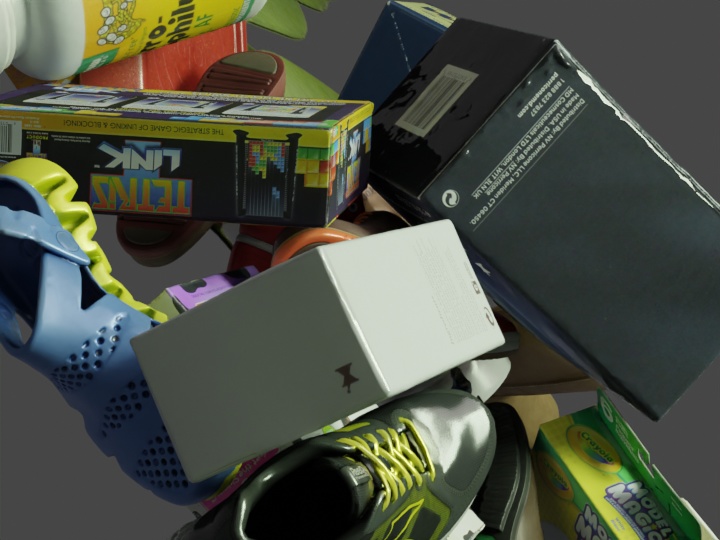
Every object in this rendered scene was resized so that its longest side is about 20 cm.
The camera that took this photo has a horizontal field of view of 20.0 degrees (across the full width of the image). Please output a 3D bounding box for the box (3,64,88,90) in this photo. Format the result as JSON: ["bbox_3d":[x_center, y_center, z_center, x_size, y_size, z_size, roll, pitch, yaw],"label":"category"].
[{"bbox_3d":[-0.225,-0.176,1.354,0.200,0.041,0.119,51,12,23],"label":"box"}]

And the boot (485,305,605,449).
[{"bbox_3d":[0.136,0.079,1.477,0.175,0.066,0.200,29,-24,-31],"label":"boot"}]

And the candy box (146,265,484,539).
[{"bbox_3d":[-0.036,0.098,1.075,0.200,0.072,0.168,48,12,6],"label":"candy box"}]

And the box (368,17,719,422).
[{"bbox_3d":[0.114,-0.034,1.203,0.198,0.123,0.200,41,0,-16],"label":"box"}]

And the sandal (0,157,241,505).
[{"bbox_3d":[-0.135,0.033,0.957,0.200,0.080,0.087,46,22,15],"label":"sandal"}]

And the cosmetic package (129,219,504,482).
[{"bbox_3d":[-0.013,0.032,0.940,0.071,0.101,0.200,66,18,3],"label":"cosmetic package"}]

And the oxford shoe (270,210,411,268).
[{"bbox_3d":[0.000,0.000,1.161,0.200,0.071,0.073,29,27,-59],"label":"oxford shoe"}]

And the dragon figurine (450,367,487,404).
[{"bbox_3d":[0.042,0.123,1.289,0.059,0.099,0.200,53,-6,32],"label":"dragon figurine"}]

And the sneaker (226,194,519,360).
[{"bbox_3d":[0.014,-0.005,1.282,0.199,0.113,0.071,8,-3,-21],"label":"sneaker"}]

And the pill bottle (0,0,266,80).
[{"bbox_3d":[-0.160,-0.178,1.207,0.200,0.113,0.113,-22,62,-30],"label":"pill bottle"}]

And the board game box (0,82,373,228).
[{"bbox_3d":[-0.102,-0.065,1.119,0.199,0.057,0.165,4,9,8],"label":"board game box"}]

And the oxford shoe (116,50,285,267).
[{"bbox_3d":[-0.090,-0.056,1.284,0.200,0.070,0.075,-58,150,-44],"label":"oxford shoe"}]

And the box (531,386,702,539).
[{"bbox_3d":[0.139,0.172,1.219,0.048,0.200,0.117,-16,52,-26],"label":"box"}]

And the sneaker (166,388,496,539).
[{"bbox_3d":[0.000,0.106,0.935,0.200,0.085,0.075,-29,79,-37],"label":"sneaker"}]

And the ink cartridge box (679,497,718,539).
[{"bbox_3d":[0.203,0.230,1.312,0.117,0.067,0.200,51,-14,17],"label":"ink cartridge box"}]

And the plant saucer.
[{"bbox_3d":[-0.123,-0.143,1.357,0.200,0.037,0.201,19,65,-66],"label":"plant saucer"}]

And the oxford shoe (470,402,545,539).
[{"bbox_3d":[0.078,0.171,1.179,0.084,0.073,0.200,45,38,-44],"label":"oxford shoe"}]

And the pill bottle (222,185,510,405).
[{"bbox_3d":[0.008,0.012,1.378,0.200,0.114,0.114,52,11,-11],"label":"pill bottle"}]

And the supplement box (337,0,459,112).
[{"bbox_3d":[0.050,-0.093,1.591,0.134,0.200,0.200,29,10,6],"label":"supplement box"}]
